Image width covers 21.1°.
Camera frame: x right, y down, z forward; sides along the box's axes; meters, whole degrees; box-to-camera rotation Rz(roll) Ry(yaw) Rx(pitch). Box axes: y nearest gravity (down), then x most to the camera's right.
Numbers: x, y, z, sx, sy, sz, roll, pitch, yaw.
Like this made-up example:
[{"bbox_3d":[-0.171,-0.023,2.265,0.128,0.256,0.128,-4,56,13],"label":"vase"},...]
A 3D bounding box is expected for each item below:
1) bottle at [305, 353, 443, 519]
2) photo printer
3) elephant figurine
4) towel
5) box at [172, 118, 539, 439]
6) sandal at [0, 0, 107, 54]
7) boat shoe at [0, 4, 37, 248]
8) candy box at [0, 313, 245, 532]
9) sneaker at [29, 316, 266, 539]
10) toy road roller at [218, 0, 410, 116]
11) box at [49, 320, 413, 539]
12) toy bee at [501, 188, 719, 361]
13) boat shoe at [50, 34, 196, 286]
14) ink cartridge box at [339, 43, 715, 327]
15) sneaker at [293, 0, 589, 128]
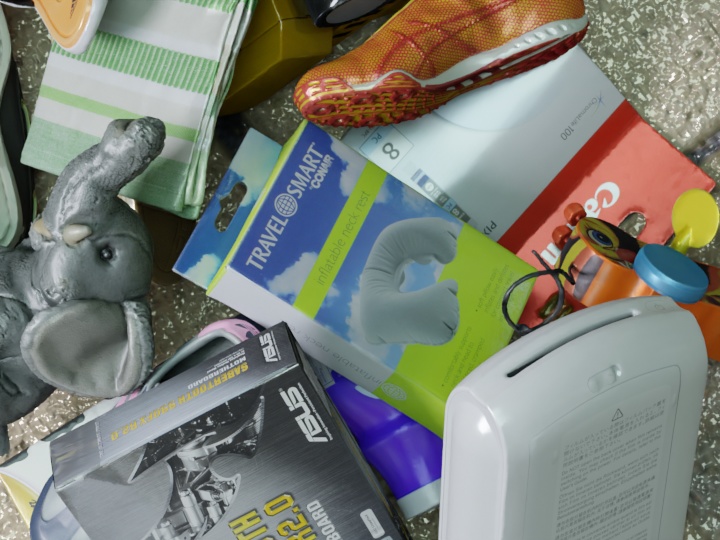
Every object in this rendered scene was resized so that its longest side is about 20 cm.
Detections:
[{"bbox_3d":[0.008,0.057,1.225,0.083,0.065,0.202,-22,81,-12],"label":"bottle"},{"bbox_3d":[0.122,0.113,1.127,0.165,0.202,0.069,-22,42,-27],"label":"photo printer"},{"bbox_3d":[-0.177,0.013,1.157,0.198,0.155,0.143,-19,79,7],"label":"elephant figurine"},{"bbox_3d":[-0.129,-0.146,1.195,0.152,0.023,0.202,18,94,35],"label":"towel"},{"bbox_3d":[0.000,0.000,1.172,0.199,0.048,0.123,32,59,-8],"label":"box"},{"bbox_3d":[-0.209,-0.202,1.218,0.059,0.207,0.080,17,108,-30],"label":"sandal"},{"bbox_3d":[-0.254,-0.098,1.272,0.071,0.061,0.203,-9,76,4],"label":"boat shoe"},{"bbox_3d":[-0.112,0.132,1.232,0.199,0.061,0.137,-33,82,1],"label":"candy box"},{"bbox_3d":[-0.131,0.101,1.165,0.070,0.082,0.200,43,88,10],"label":"sneaker"},{"bbox_3d":[-0.032,-0.195,1.249,0.199,0.145,0.124,-29,79,39],"label":"toy road roller"},{"bbox_3d":[-0.068,0.146,1.141,0.157,0.048,0.201,-27,124,2],"label":"box"},{"bbox_3d":[0.169,-0.002,1.194,0.131,0.199,0.109,-43,37,15],"label":"toy bee"},{"bbox_3d":[-0.160,-0.083,1.263,0.069,0.074,0.202,-15,79,28],"label":"boat shoe"},{"bbox_3d":[0.105,-0.067,1.241,0.200,0.047,0.160,43,89,10],"label":"ink cartridge box"},{"bbox_3d":[0.044,-0.142,1.191,0.198,0.073,0.078,-22,80,-21],"label":"sneaker"}]
